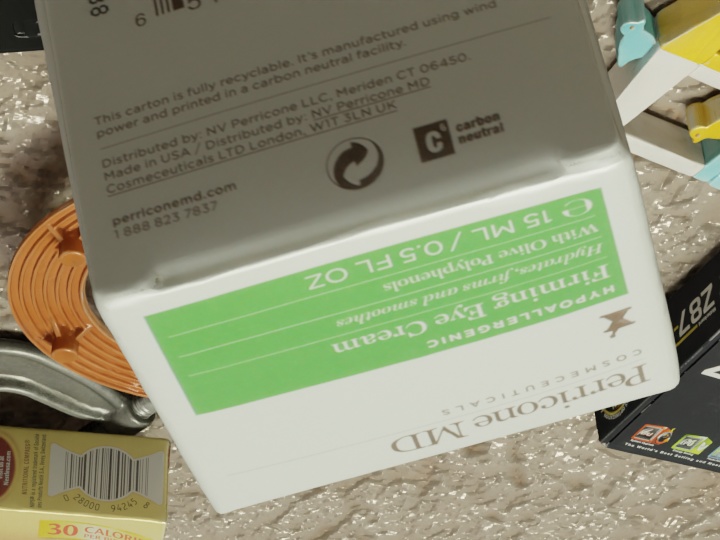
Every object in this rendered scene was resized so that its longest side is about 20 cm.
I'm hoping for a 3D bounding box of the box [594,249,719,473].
[{"bbox_3d":[0.239,0.050,1.425,0.200,0.049,0.161,15,139,-25],"label":"box"}]

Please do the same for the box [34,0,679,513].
[{"bbox_3d":[-0.002,-0.049,1.102,0.199,0.200,0.171,-16,147,4],"label":"box"}]

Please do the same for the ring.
[{"bbox_3d":[-0.060,0.015,1.305,0.200,0.019,0.201,0,147,0],"label":"ring"}]

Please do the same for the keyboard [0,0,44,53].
[{"bbox_3d":[-0.135,-0.151,1.116,0.127,0.021,0.200,-3,147,1],"label":"keyboard"}]

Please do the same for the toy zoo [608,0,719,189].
[{"bbox_3d":[0.191,-0.078,1.254,0.200,0.020,0.131,20,140,-31],"label":"toy zoo"}]

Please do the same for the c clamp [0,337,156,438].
[{"bbox_3d":[-0.176,0.092,1.469,0.200,0.027,0.171,-28,140,31],"label":"c clamp"}]

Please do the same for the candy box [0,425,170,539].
[{"bbox_3d":[-0.200,0.129,1.455,0.200,0.055,0.116,5,141,-7],"label":"candy box"}]
